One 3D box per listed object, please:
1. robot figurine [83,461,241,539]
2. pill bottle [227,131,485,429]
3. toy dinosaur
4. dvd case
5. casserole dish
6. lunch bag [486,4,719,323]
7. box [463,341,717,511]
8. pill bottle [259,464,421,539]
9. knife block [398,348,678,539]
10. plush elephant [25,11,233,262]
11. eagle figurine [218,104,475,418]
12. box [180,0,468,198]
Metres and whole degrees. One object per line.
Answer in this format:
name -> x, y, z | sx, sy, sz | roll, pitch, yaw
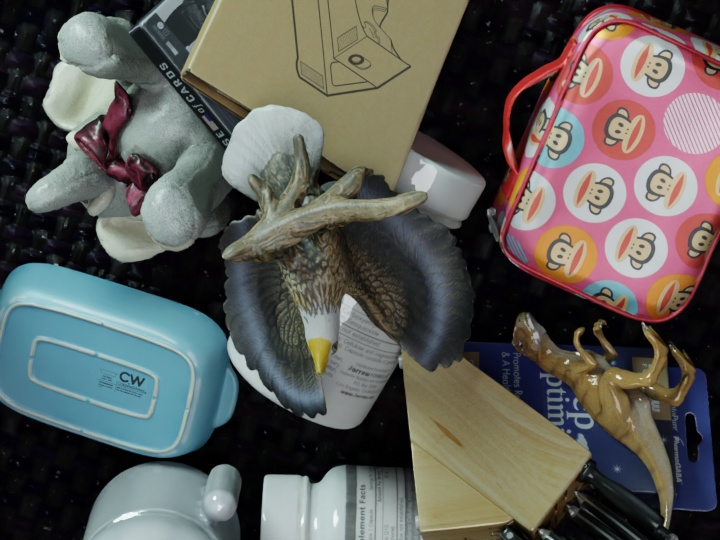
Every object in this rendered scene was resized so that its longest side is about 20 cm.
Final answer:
robot figurine -> -0.144, 0.209, 1.432 | 0.113, 0.200, 0.170 | 36, 102, -11
pill bottle -> 0.000, 0.000, 1.417 | 0.114, 0.114, 0.200 | 29, 104, -9
toy dinosaur -> 0.190, 0.099, 1.424 | 0.106, 0.060, 0.200 | -45, 68, 14
dvd case -> -0.042, -0.164, 1.352 | 0.150, 0.025, 0.200 | 50, 58, -14
casserole dish -> -0.187, 0.070, 1.452 | 0.199, 0.039, 0.122 | 17, 115, 6
lunch bag -> 0.179, -0.079, 1.413 | 0.176, 0.082, 0.201 | 23, 105, -7
box -> 0.158, 0.112, 1.457 | 0.199, 0.122, 0.032 | 2, 148, -3
pill bottle -> 0.026, 0.201, 1.478 | 0.199, 0.114, 0.114 | 2, 107, -1
knife block -> 0.122, 0.132, 1.378 | 0.175, 0.064, 0.201 | -7, 67, 3
plush elephant -> -0.159, -0.082, 1.377 | 0.155, 0.200, 0.165 | -30, 91, 29
eagle figurine -> -0.023, 0.005, 1.296 | 0.151, 0.200, 0.151 | 25, 77, 21
box -> -0.014, -0.168, 1.341 | 0.163, 0.021, 0.201 | 32, 64, -20
